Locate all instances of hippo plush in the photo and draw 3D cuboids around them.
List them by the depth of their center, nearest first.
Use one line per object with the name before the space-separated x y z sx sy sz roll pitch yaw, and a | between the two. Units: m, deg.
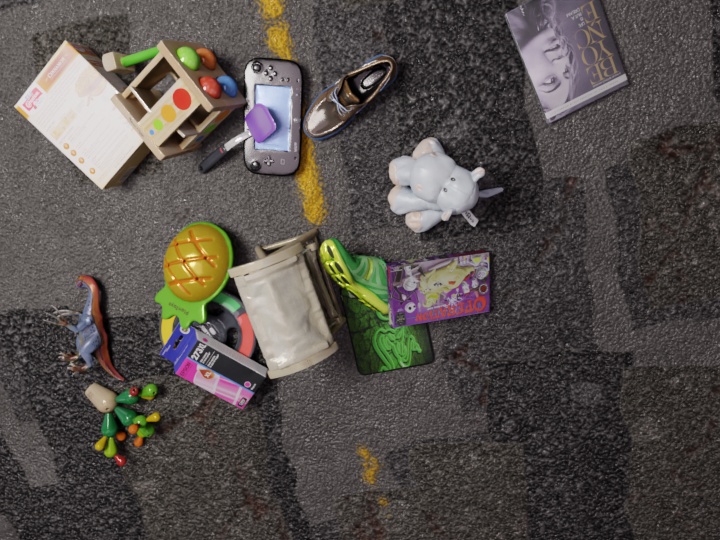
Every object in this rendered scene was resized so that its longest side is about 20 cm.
hippo plush | 0.135 -0.126 0.907 0.200 0.161 0.160 35 104 -7

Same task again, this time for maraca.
maraca | -0.310 0.007 0.985 0.137 0.107 0.201 22 91 16

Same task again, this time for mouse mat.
mouse mat | 0.054 0.109 1.055 0.160 0.008 0.201 -11 105 6

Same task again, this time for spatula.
spatula | -0.227 -0.227 0.941 0.199 0.021 0.057 -27 92 28

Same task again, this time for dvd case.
dvd case | 0.354 -0.378 0.904 0.148 0.016 0.201 -25 103 9

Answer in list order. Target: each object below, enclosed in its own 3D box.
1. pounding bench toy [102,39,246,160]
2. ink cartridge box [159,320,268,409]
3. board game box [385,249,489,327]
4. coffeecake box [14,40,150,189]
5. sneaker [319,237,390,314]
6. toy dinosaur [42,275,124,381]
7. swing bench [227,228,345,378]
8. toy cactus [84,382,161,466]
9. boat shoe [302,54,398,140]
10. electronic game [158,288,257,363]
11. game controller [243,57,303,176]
pounding bench toy | -0.317 -0.319 0.879 0.156 0.124 0.200 -35 99 24
ink cartridge box | -0.292 0.188 1.044 0.200 0.037 0.095 33 108 -11
board game box | 0.147 0.033 0.988 0.199 0.032 0.121 -9 110 -15
coffeecake box | -0.474 -0.273 0.942 0.153 0.073 0.200 -43 99 13
sneaker | 0.000 0.000 0.975 0.200 0.074 0.084 44 69 -34
toy dinosaur | -0.546 0.107 1.068 0.200 0.105 0.182 26 93 -43
swing bench | -0.120 0.051 0.946 0.129 0.200 0.200 -17 103 7
toy cactus | -0.505 0.302 1.098 0.165 0.102 0.200 36 113 3
boat shoe | -0.024 -0.303 0.912 0.200 0.072 0.072 -40 100 12
electronic game | -0.305 0.125 1.058 0.199 0.042 0.201 1 105 3
game controller | -0.155 -0.271 0.942 0.104 0.042 0.201 6 106 7
